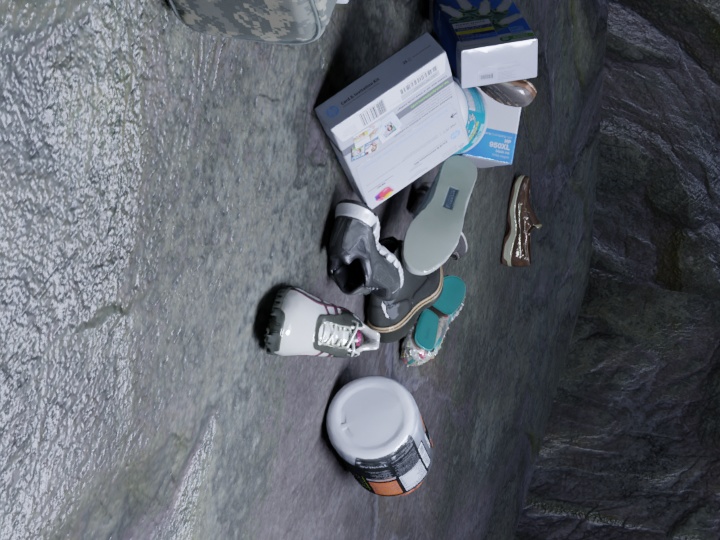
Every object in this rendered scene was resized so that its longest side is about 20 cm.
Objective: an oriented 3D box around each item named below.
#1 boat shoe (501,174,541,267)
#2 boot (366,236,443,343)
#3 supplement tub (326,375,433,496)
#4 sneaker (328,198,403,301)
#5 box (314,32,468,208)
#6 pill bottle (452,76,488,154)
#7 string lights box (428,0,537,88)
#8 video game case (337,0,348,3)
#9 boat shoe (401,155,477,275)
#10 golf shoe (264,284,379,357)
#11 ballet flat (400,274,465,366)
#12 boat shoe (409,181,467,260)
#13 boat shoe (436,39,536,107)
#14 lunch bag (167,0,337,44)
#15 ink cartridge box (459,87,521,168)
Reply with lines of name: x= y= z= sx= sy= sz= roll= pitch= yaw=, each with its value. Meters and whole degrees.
boat shoe: x=0.362 y=-0.107 z=2.396 sx=0.075 sy=0.075 sz=0.203 roll=-20 pitch=119 yaw=-70
boot: x=0.064 y=-0.009 z=1.538 sx=0.200 sy=0.077 sz=0.139 roll=-59 pitch=148 yaw=-51
supplement tub: x=0.032 y=0.232 z=1.479 sx=0.200 sy=0.122 sz=0.123 roll=68 pitch=36 yaw=-60
sneaker: x=0.000 y=0.000 z=1.357 sx=0.200 sy=0.066 sz=0.091 roll=63 pitch=43 yaw=-56
box: x=0.043 y=-0.169 z=1.283 sx=0.156 sy=0.041 sz=0.200 roll=-35 pitch=152 yaw=-2
pill bottle: x=0.100 y=-0.210 z=1.471 sx=0.200 sy=0.111 sz=0.111 roll=-16 pitch=115 yaw=-70
string lights box: x=0.162 y=-0.326 z=1.478 sx=0.200 sy=0.103 sz=0.059 roll=-106 pitch=-173 yaw=-50
video game case: x=-0.024 y=-0.406 z=1.125 sx=0.200 sy=0.023 sz=0.182 roll=53 pitch=49 yaw=-67
boat shoe: x=0.108 y=-0.067 z=1.512 sx=0.072 sy=0.070 sz=0.201 roll=111 pitch=4 yaw=-61
golf shoe: x=-0.043 y=0.062 z=1.218 sx=0.200 sy=0.088 sz=0.077 roll=7 pitch=94 yaw=-71
ballet flat: x=0.110 y=0.081 z=1.760 sx=0.064 sy=0.076 sz=0.200 roll=-54 pitch=179 yaw=43
boat shoe: x=0.115 y=-0.062 z=1.687 sx=0.057 sy=0.067 sz=0.200 roll=-57 pitch=151 yaw=-17
boat shoe: x=0.178 y=-0.295 z=1.531 sx=0.072 sy=0.200 sz=0.076 roll=-49 pitch=141 yaw=-1
lunch bag: x=-0.079 y=-0.292 z=0.824 sx=0.200 sy=0.139 sz=0.168 roll=70 pitch=35 yaw=-59
ink cartridge box: x=0.188 y=-0.263 z=1.667 sx=0.145 sy=0.084 sz=0.200 roll=-164 pitch=-97 yaw=-77
